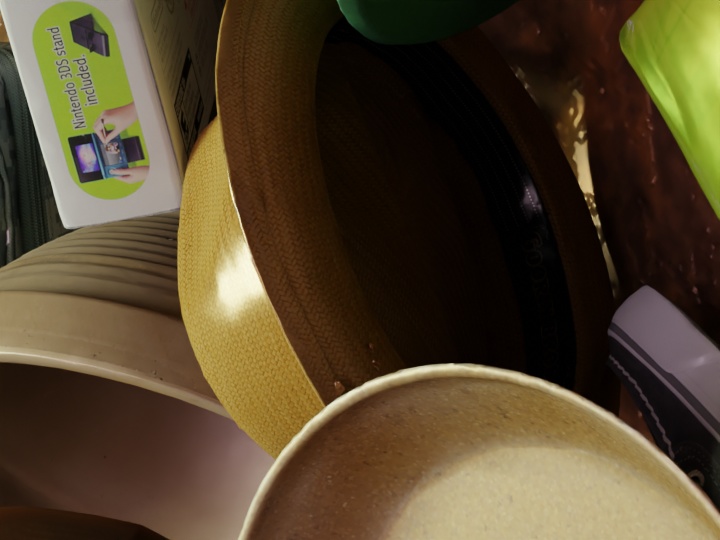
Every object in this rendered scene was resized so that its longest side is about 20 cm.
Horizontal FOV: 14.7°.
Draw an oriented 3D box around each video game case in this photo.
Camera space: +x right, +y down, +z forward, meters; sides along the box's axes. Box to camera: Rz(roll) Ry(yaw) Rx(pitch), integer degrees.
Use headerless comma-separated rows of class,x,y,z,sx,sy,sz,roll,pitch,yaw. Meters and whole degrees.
video game case,-0.088,-0.138,0.920,0.200,0.045,0.182,-85,-17,-64

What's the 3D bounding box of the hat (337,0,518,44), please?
hat,0.003,-0.183,0.829,0.176,0.200,0.166,43,106,18

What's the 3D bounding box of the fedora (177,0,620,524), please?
fedora,0.000,0.000,0.851,0.082,0.200,0.201,-24,76,32

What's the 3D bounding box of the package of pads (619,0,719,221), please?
package of pads,0.167,-0.033,0.748,0.155,0.068,0.200,-49,58,41

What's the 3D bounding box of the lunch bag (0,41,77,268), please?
lunch bag,-0.177,0.011,1.087,0.139,0.167,0.201,4,98,50

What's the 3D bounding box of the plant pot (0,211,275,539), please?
plant pot,-0.058,0.043,0.973,0.201,0.201,0.093,-18,44,49

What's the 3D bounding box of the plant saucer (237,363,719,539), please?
plant saucer,0.047,0.120,0.733,0.200,0.035,0.201,10,105,40

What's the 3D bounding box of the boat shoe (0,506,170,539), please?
boat shoe,-0.041,0.129,0.917,0.199,0.070,0.071,10,110,11

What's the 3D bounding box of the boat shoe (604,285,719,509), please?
boat shoe,0.114,0.084,0.798,0.066,0.070,0.200,-41,50,5

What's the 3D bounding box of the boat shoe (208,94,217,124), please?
boat shoe,-0.038,-0.034,0.988,0.200,0.073,0.075,7,100,49
